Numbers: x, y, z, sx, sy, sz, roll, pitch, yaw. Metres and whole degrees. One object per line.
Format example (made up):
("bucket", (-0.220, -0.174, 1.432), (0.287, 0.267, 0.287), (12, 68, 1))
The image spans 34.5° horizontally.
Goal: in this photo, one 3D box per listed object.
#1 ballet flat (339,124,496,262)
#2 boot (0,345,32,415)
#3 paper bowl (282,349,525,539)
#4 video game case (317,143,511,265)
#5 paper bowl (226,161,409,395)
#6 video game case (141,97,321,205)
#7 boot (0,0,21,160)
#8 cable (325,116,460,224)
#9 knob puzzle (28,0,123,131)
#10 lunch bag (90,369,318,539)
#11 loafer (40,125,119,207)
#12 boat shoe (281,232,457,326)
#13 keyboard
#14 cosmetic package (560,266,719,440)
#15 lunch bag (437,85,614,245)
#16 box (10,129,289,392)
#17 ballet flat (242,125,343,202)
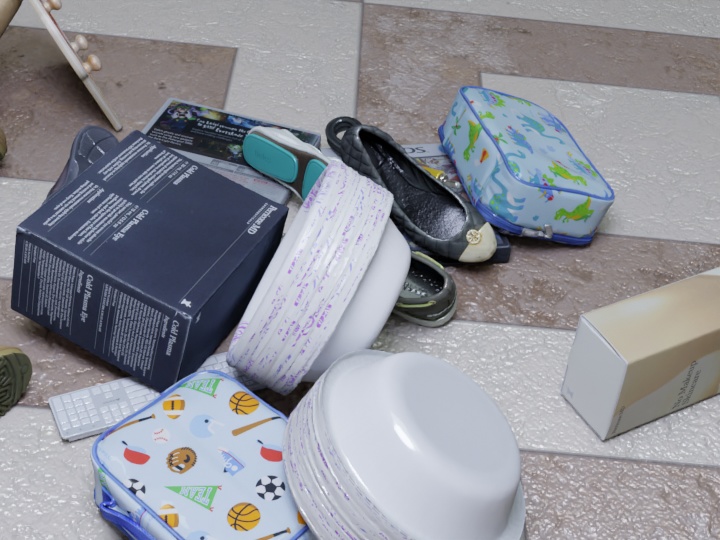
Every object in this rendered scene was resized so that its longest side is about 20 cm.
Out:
("ballet flat", (0.058, -0.075, 1.192), (0.199, 0.057, 0.067), (37, 82, -4))
("boot", (-0.414, 0.076, 1.013), (0.199, 0.067, 0.174), (32, 46, 29))
("paper bowl", (0.046, 0.146, 0.903), (0.199, 0.105, 0.202), (28, 31, -19))
("video game case", (0.055, -0.076, 1.293), (0.178, 0.026, 0.201), (-3, 41, -12))
("paper bowl", (-0.030, 0.016, 1.020), (0.103, 0.201, 0.202), (30, 40, -7))
("video game case", (-0.164, -0.125, 1.323), (0.197, 0.024, 0.183), (14, 41, 10))
("boot", (-0.436, -0.236, 1.306), (0.173, 0.066, 0.202), (18, 69, 13))
("cable", (0.015, -0.107, 1.290), (0.097, 0.051, 0.199), (-38, 43, -19))
("knob puzzle", (-0.347, -0.283, 1.352), (0.030, 0.221, 0.220), (-33, 48, -4))
("lunch bag", (-0.118, 0.177, 0.928), (0.199, 0.076, 0.160), (33, 48, 27))
("loafer", (-0.299, -0.064, 1.213), (0.071, 0.063, 0.202), (27, 45, -20))
("boat shoe", (0.001, -0.003, 1.156), (0.199, 0.060, 0.073), (17, 70, 12))
("keyboard", (-0.179, 0.109, 1.050), (0.197, 0.011, 0.056), (-13, 44, -23))
("cosmetic package", (0.293, 0.073, 1.088), (0.197, 0.106, 0.071), (-18, 45, -25))
("lunch bag", (0.185, -0.117, 1.298), (0.159, 0.083, 0.201), (8, 37, -28))
("box", (-0.195, -0.012, 1.092), (0.180, 0.105, 0.200), (26, 40, 10))
("ballet flat", (-0.046, -0.104, 1.252), (0.069, 0.070, 0.199), (-26, 47, -34))
